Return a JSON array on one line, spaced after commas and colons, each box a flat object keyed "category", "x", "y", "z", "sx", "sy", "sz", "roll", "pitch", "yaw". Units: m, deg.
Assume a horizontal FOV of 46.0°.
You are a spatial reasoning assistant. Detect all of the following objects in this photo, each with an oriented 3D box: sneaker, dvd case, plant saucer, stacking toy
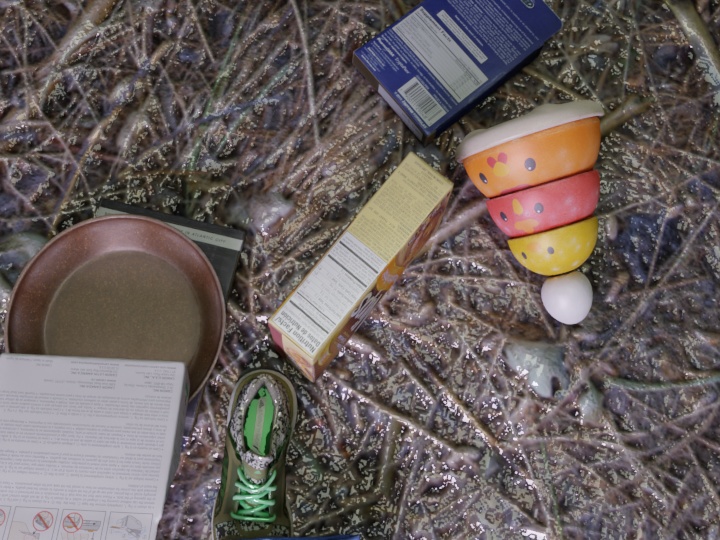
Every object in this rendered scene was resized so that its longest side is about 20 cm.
[{"category": "sneaker", "x": -0.094, "y": 0.179, "z": 0.731, "sx": 0.075, "sy": 0.089, "sz": 0.204, "roll": 0, "pitch": 74, "yaw": -3}, {"category": "dvd case", "x": -0.204, "y": 0.042, "z": 0.803, "sx": 0.146, "sy": 0.016, "sz": 0.204, "roll": 13, "pitch": 75, "yaw": 2}, {"category": "plant saucer", "x": -0.219, "y": 0.050, "z": 0.774, "sx": 0.196, "sy": 0.037, "sz": 0.204, "roll": 0, "pitch": 75, "yaw": -1}, {"category": "stacking toy", "x": 0.182, "y": -0.049, "z": 0.806, "sx": 0.144, "sy": 0.146, "sz": 0.204, "roll": -17, "pitch": 91, "yaw": -8}]

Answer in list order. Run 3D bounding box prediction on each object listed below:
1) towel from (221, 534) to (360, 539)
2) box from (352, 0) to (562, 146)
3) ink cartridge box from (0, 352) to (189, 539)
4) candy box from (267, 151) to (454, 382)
[{"category": "towel", "x": -0.067, "y": 0.321, "z": 0.697, "sx": 0.144, "sy": 0.024, "sz": 0.204, "roll": -1, "pitch": 92, "yaw": -4}, {"category": "box", "x": 0.104, "y": -0.236, "z": 0.890, "sx": 0.199, "sy": 0.032, "sz": 0.122, "roll": -39, "pitch": 80, "yaw": -11}, {"category": "ink cartridge box", "x": -0.228, "y": 0.167, "z": 0.674, "sx": 0.158, "sy": 0.050, "sz": 0.203, "roll": 3, "pitch": 61, "yaw": -2}, {"category": "candy box", "x": 0.000, "y": 0.000, "z": 0.774, "sx": 0.055, "sy": 0.116, "sz": 0.201, "roll": 37, "pitch": 75, "yaw": 9}]
